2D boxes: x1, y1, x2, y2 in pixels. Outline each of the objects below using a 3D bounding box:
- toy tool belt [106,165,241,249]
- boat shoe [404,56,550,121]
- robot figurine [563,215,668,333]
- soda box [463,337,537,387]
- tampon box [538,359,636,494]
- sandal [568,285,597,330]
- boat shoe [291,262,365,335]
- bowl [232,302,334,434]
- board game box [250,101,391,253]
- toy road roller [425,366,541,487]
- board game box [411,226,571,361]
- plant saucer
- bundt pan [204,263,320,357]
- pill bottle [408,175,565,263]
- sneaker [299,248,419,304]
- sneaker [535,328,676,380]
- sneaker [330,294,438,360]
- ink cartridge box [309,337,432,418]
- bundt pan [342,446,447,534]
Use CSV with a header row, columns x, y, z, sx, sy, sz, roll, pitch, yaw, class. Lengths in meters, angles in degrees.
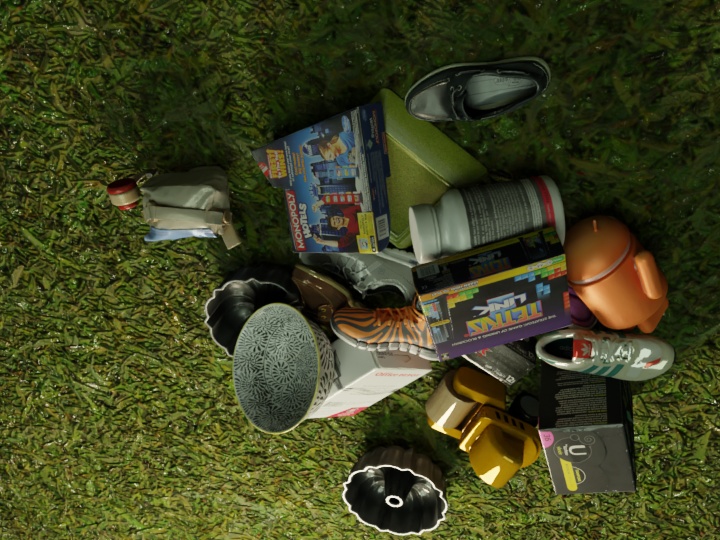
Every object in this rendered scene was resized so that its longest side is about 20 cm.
x,y,z,sx,sy,sz,roll,pitch,yaw,class
-0.287,-0.084,1.350,0.200,0.125,0.123,-2,118,17,toy tool belt
0.150,-0.230,1.156,0.199,0.066,0.075,-4,123,17,boat shoe
0.360,0.003,1.250,0.117,0.144,0.200,-38,111,15,robot figurine
0.185,0.099,1.404,0.200,0.063,0.071,33,128,-12,soda box
0.355,0.224,1.368,0.126,0.200,0.150,-8,124,20,tampon box
0.282,0.026,1.310,0.202,0.083,0.050,23,154,-21,sandal
-0.054,0.049,1.349,0.072,0.068,0.200,28,171,29,boat shoe
-0.103,0.155,1.381,0.094,0.201,0.201,8,144,-47,bowl
-0.055,-0.128,1.239,0.200,0.062,0.200,2,107,35,board game box
0.210,0.271,1.477,0.200,0.146,0.123,25,129,-5,toy road roller
0.184,0.037,1.205,0.200,0.057,0.165,-17,138,5,board game box
0.048,-0.130,1.273,0.200,0.048,0.200,36,127,-14,plant saucer
-0.155,0.071,1.462,0.201,0.076,0.202,7,128,9,bundt pan
0.172,-0.064,1.215,0.200,0.111,0.111,-9,127,-4,pill bottle
0.000,0.000,1.349,0.200,0.082,0.075,10,165,6,sneaker
0.351,0.123,1.276,0.199,0.093,0.071,3,87,30,sneaker
0.061,0.065,1.313,0.200,0.078,0.112,9,133,-17,sneaker
-0.005,0.168,1.453,0.200,0.084,0.145,-36,152,33,ink cartridge box
0.070,0.407,1.654,0.201,0.076,0.202,7,128,9,bundt pan
